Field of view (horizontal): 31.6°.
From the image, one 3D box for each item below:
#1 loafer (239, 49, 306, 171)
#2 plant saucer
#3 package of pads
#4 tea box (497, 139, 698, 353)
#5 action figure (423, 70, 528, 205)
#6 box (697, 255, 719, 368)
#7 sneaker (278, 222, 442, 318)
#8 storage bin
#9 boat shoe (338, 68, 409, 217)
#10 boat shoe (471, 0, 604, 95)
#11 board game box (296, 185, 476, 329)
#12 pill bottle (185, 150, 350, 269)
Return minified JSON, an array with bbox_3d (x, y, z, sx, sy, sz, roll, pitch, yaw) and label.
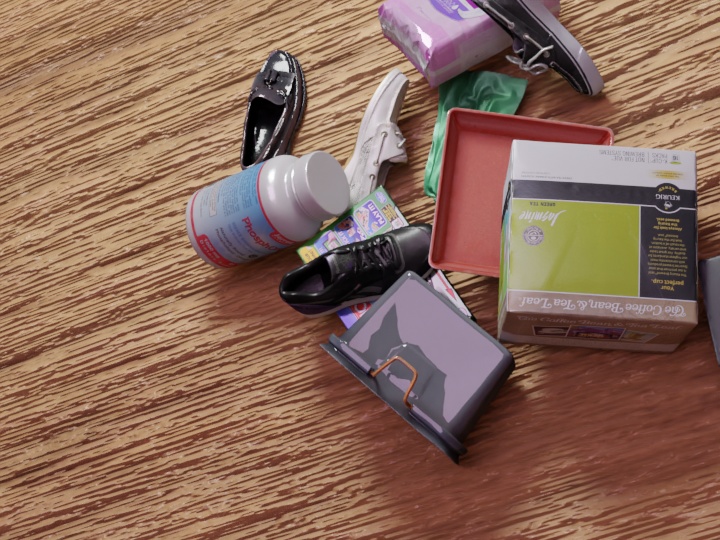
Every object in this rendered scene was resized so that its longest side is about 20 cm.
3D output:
[{"bbox_3d":[-0.119,-0.206,1.679,0.072,0.063,0.201,1,72,23],"label":"loafer"},{"bbox_3d":[0.188,-0.081,1.489,0.199,0.037,0.201,8,75,2],"label":"plant saucer"},{"bbox_3d":[0.135,-0.318,1.573,0.199,0.076,0.121,-30,57,-13],"label":"package of pads"},{"bbox_3d":[0.254,-0.023,1.383,0.199,0.134,0.198,4,72,3],"label":"tea box"},{"bbox_3d":[0.127,-0.150,1.561,0.118,0.055,0.201,10,72,24],"label":"action figure"},{"bbox_3d":[0.465,0.037,1.321,0.199,0.106,0.123,-14,65,18],"label":"box"},{"bbox_3d":[0.000,0.000,1.485,0.199,0.088,0.076,-25,74,10],"label":"sneaker"},{"bbox_3d":[0.072,0.100,1.427,0.200,0.146,0.134,39,86,15],"label":"storage bin"},{"bbox_3d":[0.029,-0.151,1.597,0.069,0.071,0.201,22,95,16],"label":"boat shoe"},{"bbox_3d":[0.208,-0.270,1.508,0.068,0.199,0.074,-46,25,2],"label":"boat shoe"},{"bbox_3d":[0.029,0.017,1.536,0.134,0.029,0.200,-37,73,6],"label":"board game box"},{"bbox_3d":[-0.114,-0.078,1.578,0.199,0.109,0.109,-19,64,36],"label":"pill bottle"}]
